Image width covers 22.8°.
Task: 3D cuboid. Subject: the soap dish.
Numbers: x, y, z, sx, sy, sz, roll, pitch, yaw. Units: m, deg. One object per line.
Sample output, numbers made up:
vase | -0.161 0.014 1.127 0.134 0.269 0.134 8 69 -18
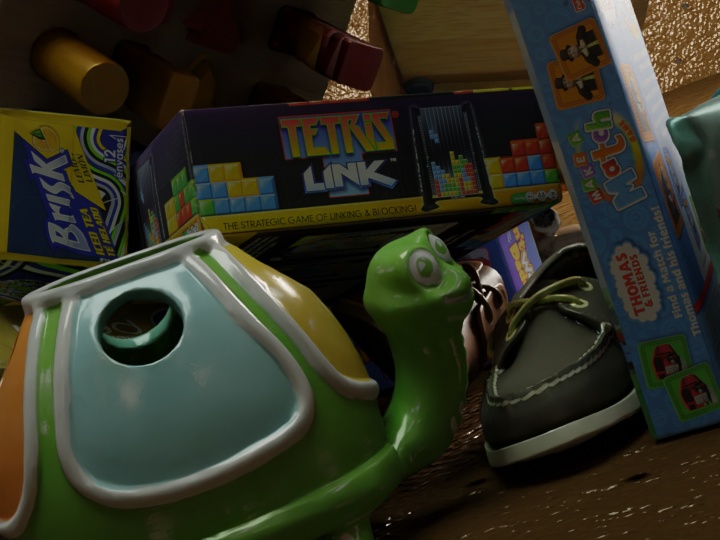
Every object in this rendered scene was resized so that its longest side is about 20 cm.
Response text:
soap dish | 0.084 -0.110 1.039 0.156 0.082 0.200 -3 -22 0

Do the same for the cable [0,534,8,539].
cable | -0.213 0.098 0.817 0.199 0.070 0.199 14 16 37

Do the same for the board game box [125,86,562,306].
board game box | -0.028 -0.025 0.812 0.164 0.057 0.200 -5 -11 -23

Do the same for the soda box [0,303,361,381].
soda box | -0.100 0.055 0.769 0.199 0.064 0.068 -1 21 -39

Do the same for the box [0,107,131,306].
box | -0.162 -0.008 0.828 0.064 0.071 0.200 6 -17 -21

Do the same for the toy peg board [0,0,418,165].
toy peg board | -0.077 -0.104 0.882 0.199 0.200 0.098 10 15 -38

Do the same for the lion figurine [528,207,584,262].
lion figurine | 0.140 -0.013 1.088 0.199 0.073 0.123 -6 -10 -8

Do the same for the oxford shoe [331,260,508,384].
oxford shoe | 0.034 0.022 0.815 0.071 0.071 0.200 -43 -2 2

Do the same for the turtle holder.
turtle holder | -0.050 0.053 0.657 0.185 0.132 0.141 -18 5 16

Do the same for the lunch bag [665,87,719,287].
lunch bag | 0.227 -0.042 0.728 0.170 0.123 0.200 -19 -3 18

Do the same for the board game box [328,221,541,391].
board game box | 0.000 0.000 1.008 0.199 0.135 0.045 -16 5 30

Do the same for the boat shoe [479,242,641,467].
boat shoe | 0.086 0.033 0.768 0.072 0.061 0.202 -18 5 18

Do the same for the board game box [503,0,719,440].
board game box | 0.109 -0.047 0.736 0.036 0.201 0.151 -17 5 16
